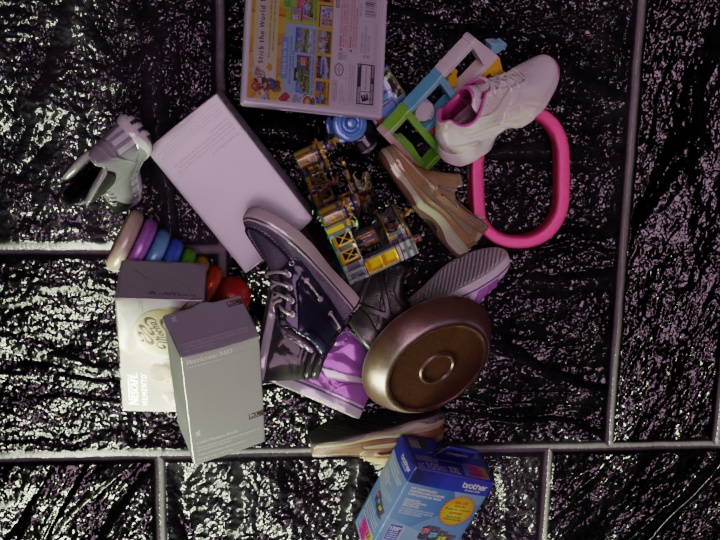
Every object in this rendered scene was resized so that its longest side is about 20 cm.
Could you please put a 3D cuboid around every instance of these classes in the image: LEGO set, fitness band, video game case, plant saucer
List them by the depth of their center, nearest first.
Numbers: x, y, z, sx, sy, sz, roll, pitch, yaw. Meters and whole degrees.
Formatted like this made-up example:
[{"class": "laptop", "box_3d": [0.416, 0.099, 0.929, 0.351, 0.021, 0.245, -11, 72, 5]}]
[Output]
[{"class": "video game case", "box_3d": [-0.056, -0.297, 1.259, 0.180, 0.023, 0.203, 4, 86, -16]}, {"class": "LEGO set", "box_3d": [0.001, -0.090, 1.285, 0.115, 0.201, 0.155, -24, 124, -1]}, {"class": "plant saucer", "box_3d": [0.098, 0.125, 1.370, 0.198, 0.035, 0.202, -15, 133, -17]}, {"class": "fitness band", "box_3d": [0.219, -0.130, 1.393, 0.142, 0.037, 0.203, -4, 104, -5]}]

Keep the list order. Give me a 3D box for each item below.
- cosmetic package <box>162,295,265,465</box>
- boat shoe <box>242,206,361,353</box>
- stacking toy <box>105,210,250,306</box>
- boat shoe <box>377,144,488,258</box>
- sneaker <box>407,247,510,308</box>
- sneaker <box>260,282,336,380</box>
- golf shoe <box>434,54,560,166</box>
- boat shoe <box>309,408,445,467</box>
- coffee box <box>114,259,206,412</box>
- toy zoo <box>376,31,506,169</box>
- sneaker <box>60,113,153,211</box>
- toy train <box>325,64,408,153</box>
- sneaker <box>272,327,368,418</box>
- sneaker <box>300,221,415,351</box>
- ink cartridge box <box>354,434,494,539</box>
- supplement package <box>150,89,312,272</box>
[{"class": "cosmetic package", "box_3d": [-0.183, 0.140, 1.281, 0.106, 0.090, 0.201, -16, 136, -18]}, {"class": "boat shoe", "box_3d": [-0.087, 0.018, 1.248, 0.200, 0.074, 0.093, 44, 64, -23]}, {"class": "stacking toy", "box_3d": [-0.237, -0.001, 1.358, 0.199, 0.085, 0.086, 27, 98, -16]}, {"class": "boat shoe", "box_3d": [0.101, -0.106, 1.332, 0.076, 0.072, 0.200, -39, 127, 8]}, {"class": "sneaker", "box_3d": [0.139, 0.058, 1.419, 0.200, 0.073, 0.115, -35, 122, -2]}, {"class": "sneaker", "box_3d": [-0.076, 0.054, 1.338, 0.098, 0.071, 0.203, 11, 84, -9]}, {"class": "golf shoe", "box_3d": [0.178, -0.222, 1.309, 0.200, 0.075, 0.092, -41, 144, -6]}, {"class": "boat shoe", "box_3d": [0.027, 0.245, 1.437, 0.197, 0.076, 0.075, -9, 108, -4]}, {"class": "coffee box", "box_3d": [-0.261, 0.090, 1.332, 0.112, 0.080, 0.202, 2, 128, -7]}, {"class": "toy zoo", "box_3d": [0.121, -0.226, 1.327, 0.200, 0.020, 0.131, -46, 147, 4]}, {"class": "sneaker", "box_3d": [-0.329, -0.111, 1.255, 0.075, 0.200, 0.115, 43, 60, 5]}, {"class": "toy train", "box_3d": [-0.023, -0.255, 1.321, 0.114, 0.087, 0.201, -37, 101, -6]}, {"class": "sneaker", "box_3d": [-0.071, 0.115, 1.401, 0.199, 0.073, 0.115, 23, 86, -11]}, {"class": "sneaker", "box_3d": [0.000, 0.000, 1.366, 0.114, 0.076, 0.200, -36, 78, -4]}, {"class": "ink cartridge box", "box_3d": [0.094, 0.315, 1.419, 0.135, 0.077, 0.202, 15, 114, -25]}, {"class": "supplement package", "box_3d": [-0.167, -0.119, 1.316, 0.117, 0.117, 0.201, -38, 102, 3]}]
